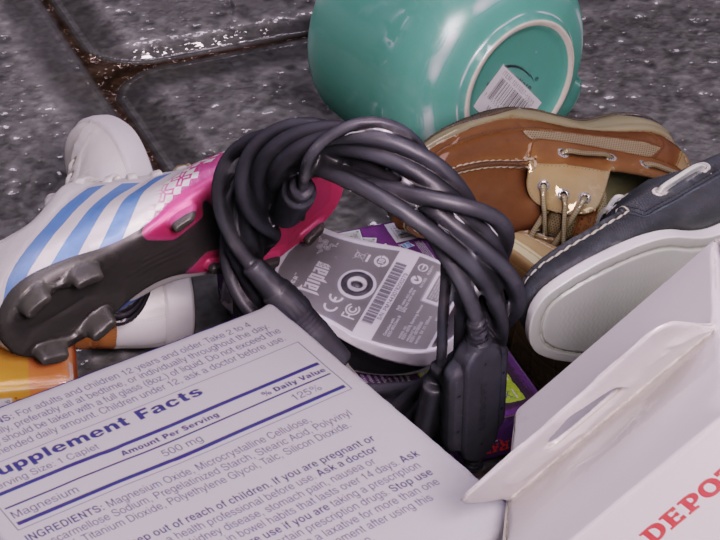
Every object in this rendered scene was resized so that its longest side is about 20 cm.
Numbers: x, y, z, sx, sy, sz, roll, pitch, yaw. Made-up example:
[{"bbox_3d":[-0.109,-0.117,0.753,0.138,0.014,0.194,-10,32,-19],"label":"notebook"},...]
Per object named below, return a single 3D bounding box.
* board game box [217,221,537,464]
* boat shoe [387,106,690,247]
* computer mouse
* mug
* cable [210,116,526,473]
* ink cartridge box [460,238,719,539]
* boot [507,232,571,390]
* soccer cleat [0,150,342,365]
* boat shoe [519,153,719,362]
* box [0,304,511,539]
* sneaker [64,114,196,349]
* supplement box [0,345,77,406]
[{"bbox_3d":[0.007,0.040,1.098,0.119,0.033,0.200,-8,33,-17],"label":"board game box"},{"bbox_3d":[0.113,-0.046,1.178,0.199,0.076,0.074,-9,41,-30],"label":"boat shoe"},{"bbox_3d":[-0.033,0.012,1.067,0.199,0.044,0.110,20,51,17],"label":"computer mouse"},{"bbox_3d":[0.073,-0.139,1.265,0.184,0.153,0.114,-21,40,-31],"label":"mug"},{"bbox_3d":[0.000,0.000,0.949,0.163,0.201,0.051,29,53,29],"label":"cable"},{"bbox_3d":[0.151,0.098,0.817,0.200,0.129,0.126,39,29,-15],"label":"ink cartridge box"},{"bbox_3d":[0.172,0.020,1.078,0.155,0.073,0.200,-29,46,-31],"label":"boot"},{"bbox_3d":[-0.106,-0.027,1.027,0.199,0.070,0.086,-25,45,-22],"label":"soccer cleat"},{"bbox_3d":[0.150,-0.013,1.010,0.199,0.076,0.060,-15,46,-31],"label":"boat shoe"},{"bbox_3d":[-0.062,0.128,0.885,0.183,0.106,0.200,-20,38,-28],"label":"box"},{"bbox_3d":[-0.155,-0.026,1.162,0.084,0.073,0.200,-8,34,-16],"label":"sneaker"},{"bbox_3d":[-0.237,0.071,1.016,0.198,0.069,0.067,-4,31,-8],"label":"supplement box"}]
